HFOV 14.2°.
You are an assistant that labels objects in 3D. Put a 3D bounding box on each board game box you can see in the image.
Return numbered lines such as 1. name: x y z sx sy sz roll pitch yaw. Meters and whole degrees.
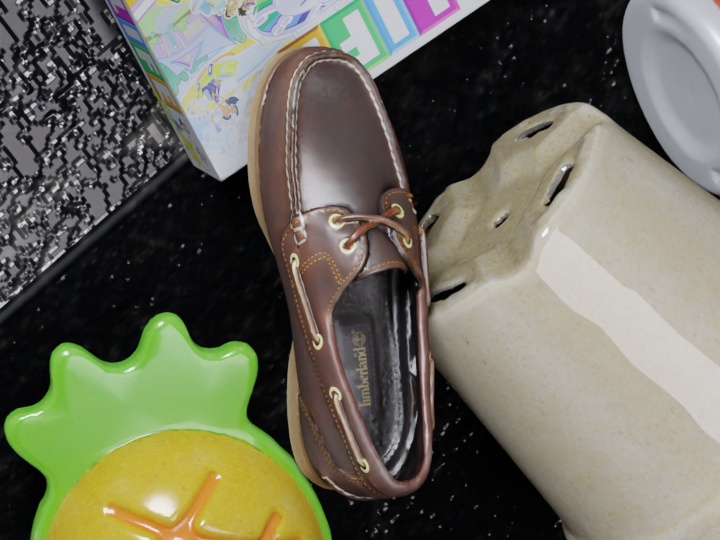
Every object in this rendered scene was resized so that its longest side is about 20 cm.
1. board game box: -0.016 -0.151 1.284 0.200 0.034 0.135 -35 119 -14

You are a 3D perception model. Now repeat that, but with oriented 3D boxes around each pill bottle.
1. pill bottle: 0.235 -0.122 1.378 0.200 0.112 0.112 -26 115 -17

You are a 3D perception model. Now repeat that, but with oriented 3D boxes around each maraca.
1. maraca: -0.084 0.116 1.287 0.137 0.107 0.200 -18 112 -10

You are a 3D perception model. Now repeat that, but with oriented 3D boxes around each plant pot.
1. plant pot: 0.121 0.028 1.335 0.183 0.200 0.200 43 84 -19

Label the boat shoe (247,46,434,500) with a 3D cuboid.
1. boat shoe: 0.000 0.000 1.256 0.070 0.070 0.200 -11 94 -24
